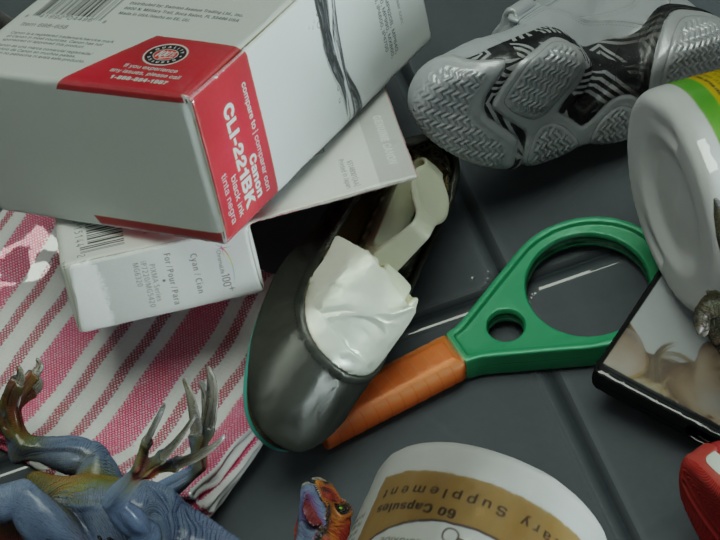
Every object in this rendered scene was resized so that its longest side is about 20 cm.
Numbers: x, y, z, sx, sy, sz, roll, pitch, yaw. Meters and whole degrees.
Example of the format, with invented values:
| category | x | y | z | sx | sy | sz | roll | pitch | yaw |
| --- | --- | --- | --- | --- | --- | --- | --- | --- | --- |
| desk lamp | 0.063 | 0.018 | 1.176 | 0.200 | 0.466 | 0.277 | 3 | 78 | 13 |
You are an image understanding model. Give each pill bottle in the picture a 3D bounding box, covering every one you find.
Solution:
| category | x | y | z | sx | sy | sz | roll | pitch | yaw |
| --- | --- | --- | --- | --- | --- | --- | --- | --- | --- |
| pill bottle | 0.025 | 0.184 | 1.068 | 0.114 | 0.115 | 0.201 | 15 | 57 | 17 |
| pill bottle | 0.238 | -0.057 | 1.188 | 0.199 | 0.111 | 0.112 | -15 | 53 | -12 |

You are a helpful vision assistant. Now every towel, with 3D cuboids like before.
| category | x | y | z | sx | sy | sz | roll | pitch | yaw |
| --- | --- | --- | --- | --- | --- | --- | --- | --- | --- |
| towel | -0.127 | 0.036 | 1.248 | 0.199 | 0.030 | 0.147 | 20 | 58 | 20 |

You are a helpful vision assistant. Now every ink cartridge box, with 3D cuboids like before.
| category | x | y | z | sx | sy | sz | roll | pitch | yaw |
| --- | --- | --- | --- | --- | --- | --- | --- | --- | --- |
| ink cartridge box | -0.069 | -0.057 | 1.259 | 0.175 | 0.045 | 0.200 | -14 | 33 | -2 |
| ink cartridge box | -0.077 | -0.108 | 1.220 | 0.143 | 0.084 | 0.200 | 9 | 39 | 32 |

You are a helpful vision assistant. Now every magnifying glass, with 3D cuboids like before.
| category | x | y | z | sx | sy | sz | roll | pitch | yaw |
| --- | --- | --- | --- | --- | --- | --- | --- | --- | --- |
| magnifying glass | 0.065 | 0.034 | 1.235 | 0.199 | 0.022 | 0.080 | -25 | 55 | -14 |

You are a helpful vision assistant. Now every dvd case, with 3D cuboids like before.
| category | x | y | z | sx | sy | sz | roll | pitch | yaw |
| --- | --- | --- | --- | --- | --- | --- | --- | --- | --- |
| dvd case | 0.230 | 0.046 | 1.197 | 0.199 | 0.018 | 0.143 | 28 | 61 | 18 |

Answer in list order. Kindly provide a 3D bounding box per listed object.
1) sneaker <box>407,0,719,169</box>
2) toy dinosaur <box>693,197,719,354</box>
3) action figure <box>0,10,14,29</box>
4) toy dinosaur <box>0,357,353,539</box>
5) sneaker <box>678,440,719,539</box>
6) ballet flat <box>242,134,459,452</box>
| category | x | y | z | sx | sy | sz | roll | pitch | yaw |
| --- | --- | --- | --- | --- | --- | --- | --- | --- | --- |
| sneaker | 0.094 | -0.120 | 1.293 | 0.199 | 0.075 | 0.115 | -11 | 45 | -29 |
| toy dinosaur | 0.209 | 0.023 | 1.125 | 0.102 | 0.201 | 0.077 | -25 | 29 | 11 |
| action figure | -0.294 | -0.083 | 1.313 | 0.199 | 0.105 | 0.194 | 14 | 47 | 14 |
| toy dinosaur | -0.099 | 0.114 | 1.148 | 0.181 | 0.201 | 0.105 | 34 | 33 | 12 |
| sneaker | 0.245 | 0.126 | 1.113 | 0.115 | 0.078 | 0.200 | -40 | 72 | -21 |
| ballet flat | 0.000 | 0.000 | 1.211 | 0.068 | 0.068 | 0.201 | 40 | 46 | -18 |
